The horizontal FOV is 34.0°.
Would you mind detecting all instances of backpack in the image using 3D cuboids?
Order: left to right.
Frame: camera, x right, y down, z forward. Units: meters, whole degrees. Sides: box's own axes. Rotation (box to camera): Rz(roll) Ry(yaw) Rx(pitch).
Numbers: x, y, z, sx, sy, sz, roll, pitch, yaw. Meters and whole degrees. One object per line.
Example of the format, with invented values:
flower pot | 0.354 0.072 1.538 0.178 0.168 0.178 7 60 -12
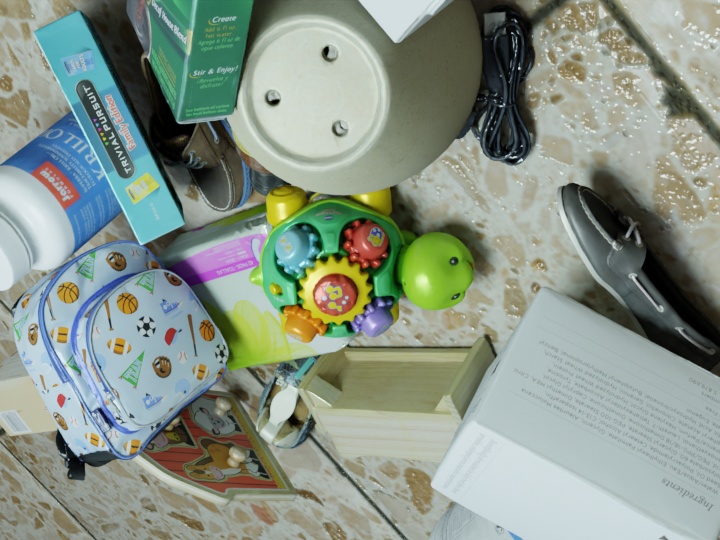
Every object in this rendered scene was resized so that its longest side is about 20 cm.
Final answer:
backpack | -0.240 0.072 1.156 0.154 0.200 0.191 -30 99 45

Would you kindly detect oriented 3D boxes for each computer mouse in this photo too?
computer mouse | 0.036 -0.151 0.929 0.199 0.053 0.139 17 135 27

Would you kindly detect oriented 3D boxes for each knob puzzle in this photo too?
knob puzzle | -0.180 0.174 1.267 0.219 0.220 0.031 33 111 9

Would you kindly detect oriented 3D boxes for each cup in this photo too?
cup | -0.019 -0.135 0.816 0.198 0.143 0.202 3 111 9

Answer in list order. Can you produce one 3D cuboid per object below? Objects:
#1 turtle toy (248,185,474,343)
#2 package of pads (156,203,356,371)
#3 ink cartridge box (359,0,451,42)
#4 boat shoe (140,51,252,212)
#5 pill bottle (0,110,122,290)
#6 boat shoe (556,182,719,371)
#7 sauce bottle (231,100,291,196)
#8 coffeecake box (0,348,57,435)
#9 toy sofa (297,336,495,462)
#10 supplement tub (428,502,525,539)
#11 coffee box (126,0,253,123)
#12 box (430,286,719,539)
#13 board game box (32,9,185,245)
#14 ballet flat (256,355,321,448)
turtle toy | 0.000 0.000 1.034 0.198 0.101 0.147 -6 115 0
package of pads | -0.098 0.020 1.182 0.199 0.068 0.155 -15 115 46
ink cartridge box | 0.032 -0.281 0.728 0.200 0.147 0.146 49 140 -3
boat shoe | -0.160 -0.131 1.089 0.072 0.072 0.201 8 130 33
pill bottle | -0.304 -0.071 1.160 0.112 0.200 0.113 21 137 21
boat shoe | 0.223 0.003 0.920 0.057 0.067 0.200 -25 115 28
sauce bottle | -0.081 -0.125 1.005 0.066 0.066 0.200 33 158 9
coffeecake box | -0.304 0.086 1.304 0.153 0.200 0.073 -14 117 45
toy sofa | 0.046 0.126 1.152 0.199 0.083 0.098 -3 127 40
supplement tub | 0.159 0.251 1.139 0.132 0.132 0.200 37 140 5
coffee box | -0.103 -0.206 0.721 0.123 0.044 0.201 62 150 33
box | 0.184 0.145 0.957 0.199 0.131 0.199 28 155 5
board game box | -0.225 -0.131 1.072 0.201 0.047 0.151 65 175 -12
ballet flat | -0.085 0.152 1.292 0.074 0.074 0.201 32 140 10
